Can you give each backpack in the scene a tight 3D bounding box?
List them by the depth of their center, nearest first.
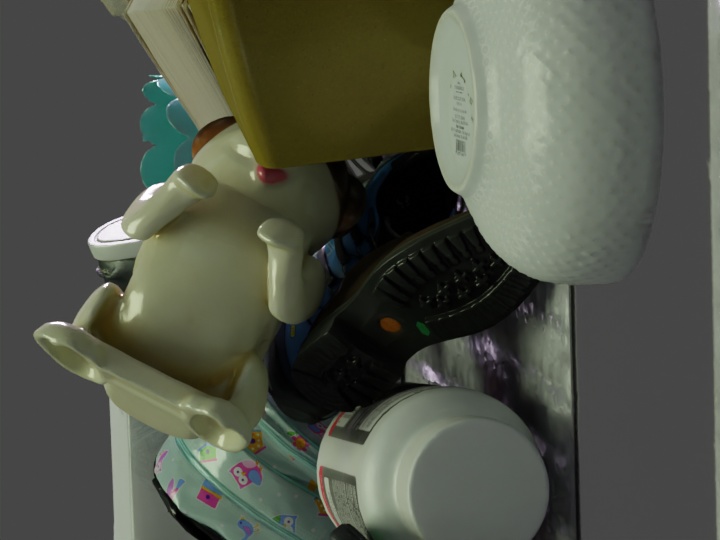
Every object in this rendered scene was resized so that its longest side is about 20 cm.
[{"bbox_3d":[-0.037,0.146,1.695,0.127,0.200,0.167,-55,22,5],"label":"backpack"}]

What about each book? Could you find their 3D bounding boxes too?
[{"bbox_3d":[-0.073,-0.185,1.672,0.134,0.048,0.200,62,-144,-39],"label":"book"}]

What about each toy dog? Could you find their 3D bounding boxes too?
[{"bbox_3d":[-0.074,0.001,1.551,0.200,0.139,0.194,-62,-15,-12],"label":"toy dog"}]

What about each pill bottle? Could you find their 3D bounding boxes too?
[{"bbox_3d":[0.045,0.122,1.511,0.200,0.110,0.111,176,90,-79],"label":"pill bottle"}]

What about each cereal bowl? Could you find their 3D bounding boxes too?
[{"bbox_3d":[0.086,-0.089,1.321,0.200,0.083,0.201,177,90,-77],"label":"cereal bowl"}]

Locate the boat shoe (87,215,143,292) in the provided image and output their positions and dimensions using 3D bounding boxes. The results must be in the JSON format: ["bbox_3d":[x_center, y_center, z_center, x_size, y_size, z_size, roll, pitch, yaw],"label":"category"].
[{"bbox_3d":[-0.089,-0.012,1.769,0.076,0.200,0.060,-51,-50,-51],"label":"boat shoe"}]

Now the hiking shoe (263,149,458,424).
[{"bbox_3d":[0.000,0.000,1.604,0.200,0.074,0.087,-64,5,-22],"label":"hiking shoe"}]

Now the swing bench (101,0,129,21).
[{"bbox_3d":[-0.116,-0.238,1.945,0.199,0.200,0.130,-146,53,-75],"label":"swing bench"}]

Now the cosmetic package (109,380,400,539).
[{"bbox_3d":[-0.078,0.113,1.871,0.123,0.199,0.200,-138,45,-73],"label":"cosmetic package"}]

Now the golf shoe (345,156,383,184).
[{"bbox_3d":[-0.017,-0.047,1.797,0.078,0.094,0.200,102,159,-48],"label":"golf shoe"}]

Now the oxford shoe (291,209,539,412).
[{"bbox_3d":[0.037,0.001,1.493,0.200,0.073,0.084,-32,27,39],"label":"oxford shoe"}]

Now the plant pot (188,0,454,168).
[{"bbox_3d":[-0.009,-0.168,1.489,0.200,0.200,0.177,-120,24,-64],"label":"plant pot"}]

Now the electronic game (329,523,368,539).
[{"bbox_3d":[0.054,0.217,1.437,0.200,0.042,0.200,46,174,6],"label":"electronic game"}]

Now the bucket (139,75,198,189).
[{"bbox_3d":[-0.097,-0.065,2.066,0.207,0.135,0.208,176,90,-77],"label":"bucket"}]
